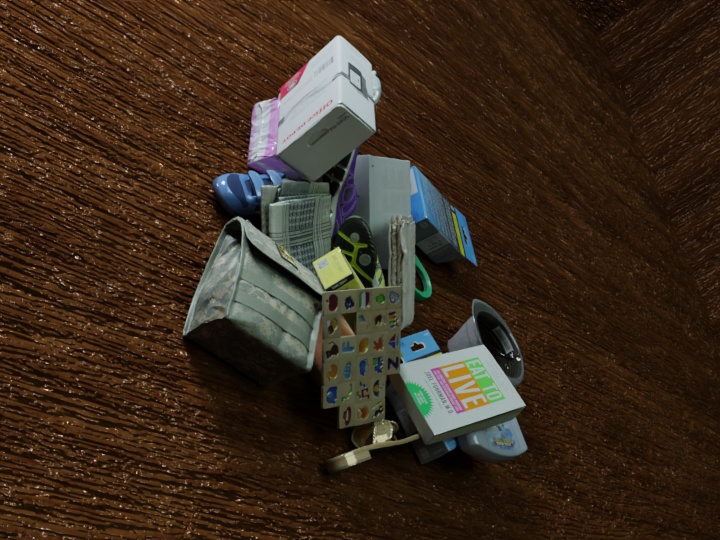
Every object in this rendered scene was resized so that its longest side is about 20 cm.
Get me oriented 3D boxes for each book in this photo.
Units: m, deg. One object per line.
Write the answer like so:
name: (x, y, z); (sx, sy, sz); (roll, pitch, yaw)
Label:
book: (0.154, 0.198, 1.718); (0.199, 0.048, 0.134); (-10, 59, -37)

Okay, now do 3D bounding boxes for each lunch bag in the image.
lunch bag: (-0.138, 0.036, 1.501); (0.164, 0.117, 0.201); (38, 46, -32)

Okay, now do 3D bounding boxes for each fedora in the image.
fedora: (0.226, 0.152, 1.995); (0.200, 0.090, 0.178); (24, 45, -54)

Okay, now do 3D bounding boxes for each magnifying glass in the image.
magnifying glass: (0.087, -0.034, 2.034); (0.079, 0.022, 0.201); (12, 55, -53)

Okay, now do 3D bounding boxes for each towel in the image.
towel: (0.074, 0.003, 1.849); (0.132, 0.034, 0.202); (-11, 101, -77)
towel: (-0.093, -0.043, 1.666); (0.192, 0.034, 0.201); (-12, 101, -60)

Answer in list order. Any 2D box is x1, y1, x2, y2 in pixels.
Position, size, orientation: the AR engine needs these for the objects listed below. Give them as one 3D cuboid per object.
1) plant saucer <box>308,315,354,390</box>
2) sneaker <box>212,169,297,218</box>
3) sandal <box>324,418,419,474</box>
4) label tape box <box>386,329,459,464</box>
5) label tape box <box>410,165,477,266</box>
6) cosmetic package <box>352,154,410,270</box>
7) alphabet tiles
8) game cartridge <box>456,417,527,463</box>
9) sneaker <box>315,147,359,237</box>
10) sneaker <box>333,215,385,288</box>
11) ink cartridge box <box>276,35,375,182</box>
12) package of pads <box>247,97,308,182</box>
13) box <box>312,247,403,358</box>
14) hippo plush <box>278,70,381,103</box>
plant saucer: (-0.034, 0.130, 1.672); (0.200, 0.037, 0.201); (39, 35, -34)
sneaker: (-0.153, -0.126, 1.691); (0.199, 0.082, 0.074); (6, 59, -53)
sandal: (0.015, 0.245, 1.599); (0.211, 0.077, 0.070); (-10, 76, -54)
label tape box: (0.110, 0.211, 1.791); (0.143, 0.066, 0.201); (-11, 70, -61)
label tape box: (0.148, -0.094, 2.126); (0.200, 0.063, 0.145); (41, 30, -42)
cosmetic package: (0.035, -0.101, 1.897); (0.151, 0.051, 0.202); (-1, 91, -61)
alphabet tiles: (0.003, 0.127, 1.558); (0.167, 0.008, 0.201); (-3, 96, -47)
game cartridge: (0.217, 0.261, 1.810); (0.200, 0.041, 0.134); (17, 44, -54)
sneaker: (-0.038, -0.146, 1.787); (0.083, 0.201, 0.081); (-20, 47, -42)
sneaker: (0.000, 0.000, 1.783); (0.076, 0.075, 0.201); (-79, 161, -66)
ink cartridge box: (-0.056, -0.258, 1.696); (0.083, 0.145, 0.201); (37, 32, -30)
package of pads: (-0.104, -0.202, 1.824); (0.199, 0.075, 0.121); (26, 61, -42)
box: (-0.002, 0.061, 1.621); (0.200, 0.050, 0.075); (58, 2, -40)
hippo plush: (-0.036, -0.298, 1.949); (0.200, 0.160, 0.160); (37, 35, -32)
